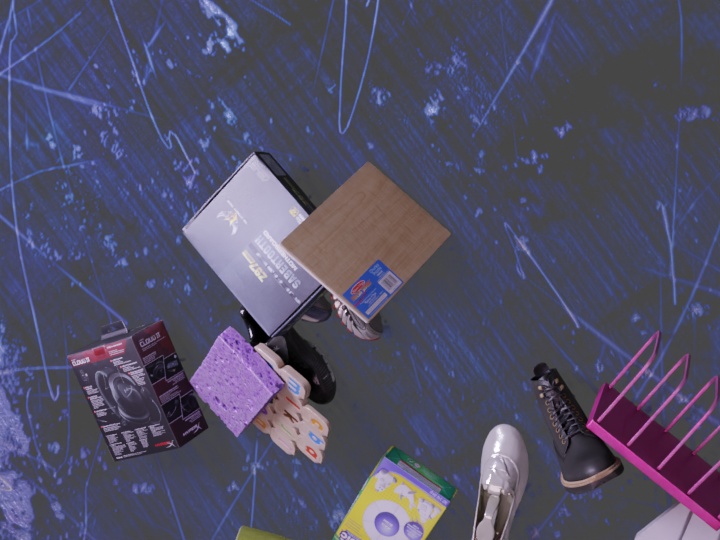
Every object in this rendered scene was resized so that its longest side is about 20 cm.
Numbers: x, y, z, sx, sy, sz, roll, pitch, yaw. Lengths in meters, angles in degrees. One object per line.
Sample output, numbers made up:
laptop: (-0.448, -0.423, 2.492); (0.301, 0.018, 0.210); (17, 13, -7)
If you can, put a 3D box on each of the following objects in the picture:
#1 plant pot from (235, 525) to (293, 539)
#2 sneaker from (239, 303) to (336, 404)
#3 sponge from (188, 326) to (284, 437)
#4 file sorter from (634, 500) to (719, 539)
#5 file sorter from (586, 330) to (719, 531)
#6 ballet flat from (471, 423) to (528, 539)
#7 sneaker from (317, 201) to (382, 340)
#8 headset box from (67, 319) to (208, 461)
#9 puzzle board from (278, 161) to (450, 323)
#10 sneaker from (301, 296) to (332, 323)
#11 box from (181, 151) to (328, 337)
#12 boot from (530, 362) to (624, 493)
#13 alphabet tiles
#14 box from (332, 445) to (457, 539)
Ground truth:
plant pot: (-0.088, 0.481, 1.689); (0.200, 0.187, 0.187); (6, 107, 3)
sneaker: (-0.110, 0.113, 1.623); (0.066, 0.090, 0.200); (-33, 92, 23)
sponge: (-0.180, 0.162, 1.639); (0.112, 0.030, 0.200); (47, 149, 5)
file sorter: (0.455, 0.409, 1.470); (0.200, 0.125, 0.139); (39, 132, 5)
file sorter: (0.408, 0.191, 1.435); (0.200, 0.139, 0.125); (39, 112, 6)
ballet flat: (0.189, 0.313, 1.588); (0.069, 0.069, 0.200); (13, 109, 16)
sneaker: (0.000, 0.000, 1.560); (0.082, 0.078, 0.200); (-9, 102, 20)
headset box: (-0.337, 0.173, 1.717); (0.149, 0.077, 0.200); (-18, 98, 35)
puzzle board: (0.008, -0.039, 1.492); (0.151, 0.200, 0.017); (42, 144, 4)
sneaker: (-0.104, -0.015, 1.595); (0.086, 0.078, 0.200); (-43, 88, 21)
box: (-0.122, -0.035, 1.539); (0.158, 0.051, 0.200); (-44, 78, 19)
boot: (0.262, 0.197, 1.459); (0.077, 0.200, 0.139); (-25, 93, -2)
alphabet tiles: (-0.118, 0.185, 1.629); (0.196, 0.015, 0.200); (38, 146, 19)
box: (0.041, 0.367, 1.667); (0.117, 0.048, 0.200); (33, 115, 9)
